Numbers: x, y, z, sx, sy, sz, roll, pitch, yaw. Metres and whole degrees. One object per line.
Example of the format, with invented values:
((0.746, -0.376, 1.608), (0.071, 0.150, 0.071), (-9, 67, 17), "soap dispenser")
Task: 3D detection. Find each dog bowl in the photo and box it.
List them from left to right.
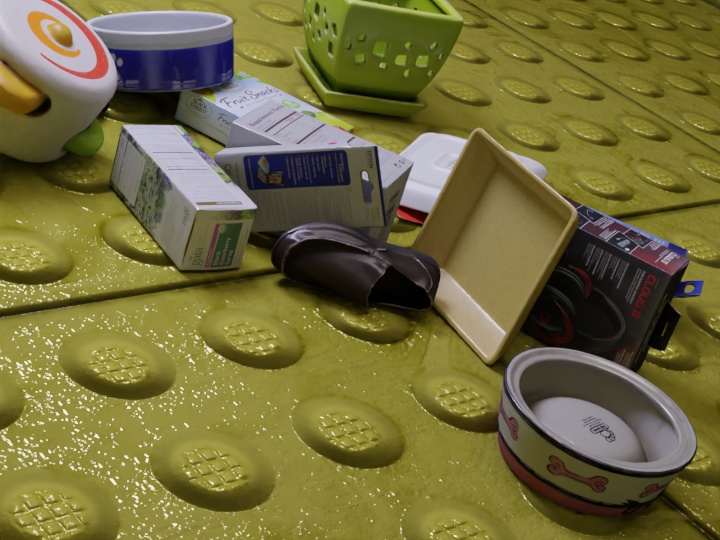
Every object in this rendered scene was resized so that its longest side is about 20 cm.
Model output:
((-0.271, -0.300, 1.750), (0.199, 0.079, 0.200), (0, 19, 0), "dog bowl")
((0.224, 0.162, 1.272), (0.199, 0.074, 0.200), (15, 27, -8), "dog bowl")

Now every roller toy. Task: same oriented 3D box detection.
((-0.382, -0.232, 1.492), (0.200, 0.140, 0.183), (6, 46, -55), "roller toy")

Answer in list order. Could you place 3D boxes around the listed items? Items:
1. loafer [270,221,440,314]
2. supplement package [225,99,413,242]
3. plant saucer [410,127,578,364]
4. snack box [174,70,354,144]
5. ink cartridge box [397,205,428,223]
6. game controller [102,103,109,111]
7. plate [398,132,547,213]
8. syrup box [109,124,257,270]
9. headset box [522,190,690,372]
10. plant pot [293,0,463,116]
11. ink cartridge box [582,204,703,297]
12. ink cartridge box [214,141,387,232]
((0.000, 0.000, 1.430), (0.199, 0.073, 0.071), (10, 30, -14), "loafer")
((-0.057, -0.103, 1.540), (0.199, 0.117, 0.117), (24, 27, 11), "supplement package")
((0.153, -0.027, 1.451), (0.048, 0.201, 0.200), (10, 27, -40), "plant saucer")
((-0.128, -0.200, 1.745), (0.199, 0.053, 0.142), (28, 28, 19), "snack box")
((0.128, -0.111, 1.747), (0.199, 0.050, 0.162), (11, 27, -22), "ink cartridge box")
((-0.418, -0.259, 1.659), (0.199, 0.042, 0.104), (26, 5, 15), "game controller")
((0.127, -0.131, 1.727), (0.199, 0.032, 0.199), (18, 34, 24), "plate")
((-0.203, -0.085, 1.456), (0.081, 0.079, 0.200), (-4, 35, -38), "syrup box")
((0.270, 0.022, 1.476), (0.199, 0.149, 0.075), (30, 28, 20), "headset box")
((0.013, -0.350, 1.973), (0.199, 0.182, 0.199), (5, 30, -26), "plant pot")
((0.334, -0.002, 1.646), (0.199, 0.077, 0.136), (25, 28, 10), "ink cartridge box")
((-0.065, -0.094, 1.460), (0.199, 0.095, 0.037), (0, 19, 22), "ink cartridge box")
